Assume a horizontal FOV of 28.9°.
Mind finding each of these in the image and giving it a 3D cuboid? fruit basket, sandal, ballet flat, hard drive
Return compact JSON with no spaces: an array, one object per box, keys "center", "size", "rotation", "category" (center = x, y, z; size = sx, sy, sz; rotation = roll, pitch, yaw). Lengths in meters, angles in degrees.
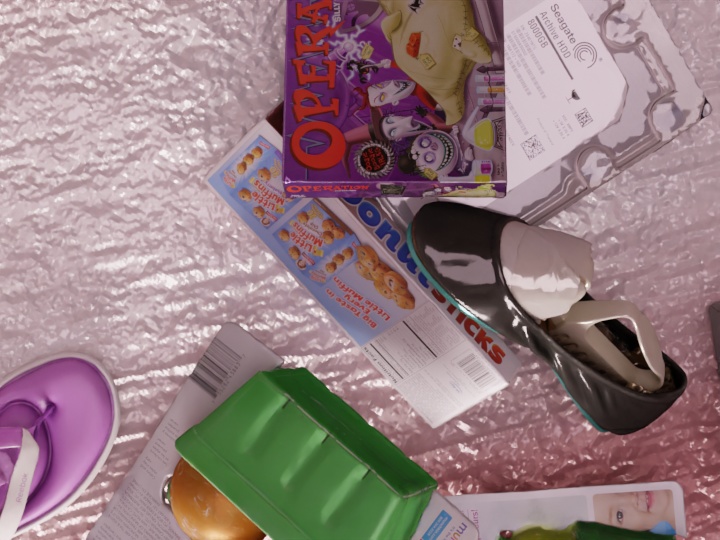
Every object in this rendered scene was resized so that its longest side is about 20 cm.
[{"center":[0.093,0.219,0.804],"size":[0.198,0.094,0.187],"rotation":[-5,96,0],"category":"fruit basket"},{"center":[-0.221,0.127,0.797],"size":[0.202,0.050,0.083],"rotation":[-38,96,0],"category":"sandal"},{"center":[0.113,0.018,0.773],"size":[0.068,0.068,0.200],"rotation":[-25,128,37],"category":"ballet flat"},{"center":[-0.056,0.162,0.779],"size":[0.185,0.094,0.201],"rotation":[38,109,18],"category":"fruit basket"},{"center":[0.083,-0.096,0.801],"size":[0.199,0.038,0.140],"rotation":[-32,97,-1],"category":"hard drive"}]

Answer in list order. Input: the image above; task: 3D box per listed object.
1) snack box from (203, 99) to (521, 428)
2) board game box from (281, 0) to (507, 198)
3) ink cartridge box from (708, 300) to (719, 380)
[{"center":[0.000,0.000,0.790],"size":[0.200,0.024,0.072],"rotation":[47,136,-6],"category":"snack box"},{"center":[0.019,-0.137,0.756],"size":[0.119,0.032,0.202],"rotation":[-2,73,6],"category":"board game box"},{"center":[0.295,0.104,0.808],"size":[0.145,0.083,0.202],"rotation":[-11,97,-2],"category":"ink cartridge box"}]
